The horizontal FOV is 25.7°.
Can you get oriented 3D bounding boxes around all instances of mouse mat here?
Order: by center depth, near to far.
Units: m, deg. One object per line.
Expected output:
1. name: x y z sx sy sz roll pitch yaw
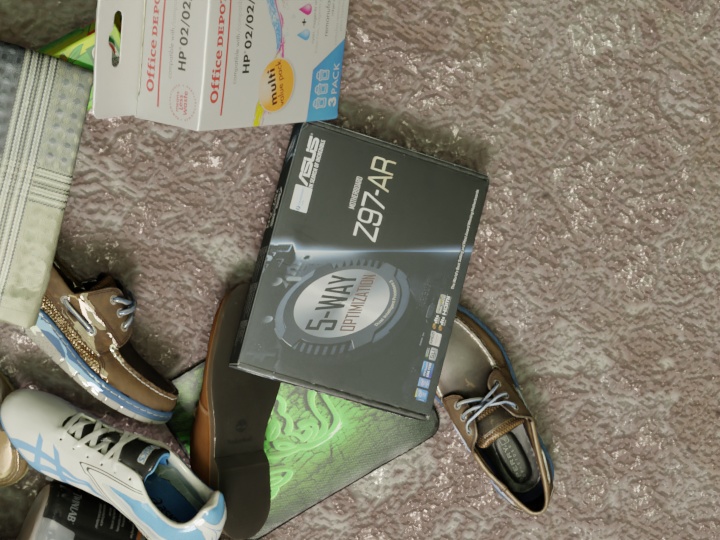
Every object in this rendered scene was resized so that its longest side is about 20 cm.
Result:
1. mouse mat: -0.051 0.117 1.309 0.199 0.008 0.162 -30 107 2

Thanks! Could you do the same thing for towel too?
1. towel: -0.299 -0.071 1.108 0.191 0.035 0.202 14 100 -14

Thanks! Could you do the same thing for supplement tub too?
1. supplement tub: -0.182 0.259 1.268 0.199 0.123 0.123 25 100 -13

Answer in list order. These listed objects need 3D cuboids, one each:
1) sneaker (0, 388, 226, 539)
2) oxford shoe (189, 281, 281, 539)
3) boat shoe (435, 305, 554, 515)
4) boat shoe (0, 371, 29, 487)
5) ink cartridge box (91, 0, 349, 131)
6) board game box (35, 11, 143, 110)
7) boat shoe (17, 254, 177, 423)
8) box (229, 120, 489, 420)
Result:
1. sneaker: -0.188 0.144 1.215 0.199 0.072 0.073 32 127 6
2. oxford shoe: -0.110 0.108 1.263 0.071 0.071 0.202 6 90 -39
3. boat shoe: 0.107 0.113 1.295 0.072 0.072 0.201 -34 106 2
4. boat shoe: -0.318 0.088 1.232 0.071 0.065 0.201 -25 107 -1
5. ink cartridge box: -0.096 -0.164 1.134 0.199 0.067 0.116 -13 113 -51
6. board game box: -0.257 -0.121 1.166 0.199 0.102 0.048 -28 107 0
7. boat shoe: -0.211 0.038 1.223 0.200 0.072 0.072 41 94 -15
8. box: 0.000 0.000 1.234 0.159 0.044 0.202 17 83 -12
